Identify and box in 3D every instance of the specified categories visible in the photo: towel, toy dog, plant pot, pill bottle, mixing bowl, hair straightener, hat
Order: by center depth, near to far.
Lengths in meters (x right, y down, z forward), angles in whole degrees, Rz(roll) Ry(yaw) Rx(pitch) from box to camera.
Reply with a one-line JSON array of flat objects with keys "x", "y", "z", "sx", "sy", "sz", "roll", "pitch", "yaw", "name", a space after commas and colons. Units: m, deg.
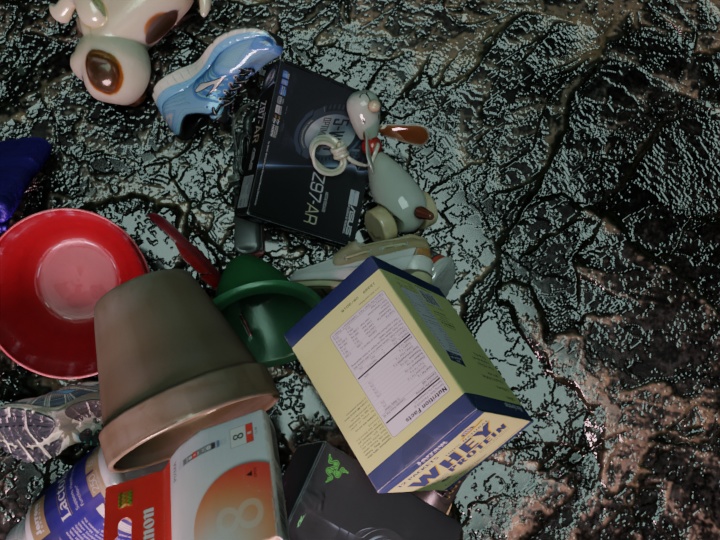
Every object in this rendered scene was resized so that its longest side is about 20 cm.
[{"x": -0.210, "y": 0.101, "z": 0.988, "sx": 0.197, "sy": 0.200, "sz": 0.176, "roll": -22, "pitch": 76, "yaw": -7, "name": "plant pot"}, {"x": -0.319, "y": 0.289, "z": 1.052, "sx": 0.199, "sy": 0.116, "sz": 0.116, "roll": -39, "pitch": 88, "yaw": 16, "name": "pill bottle"}, {"x": -0.466, "y": -0.102, "z": 1.075, "sx": 0.145, "sy": 0.201, "sz": 0.050, "roll": -3, "pitch": 119, "yaw": -2, "name": "towel"}, {"x": -0.353, "y": 0.020, "z": 1.094, "sx": 0.197, "sy": 0.108, "sz": 0.204, "roll": -2, "pitch": 99, "yaw": -12, "name": "mixing bowl"}, {"x": 0.041, "y": -0.125, "z": 1.129, "sx": 0.132, "sy": 0.096, "sz": 0.201, "roll": -48, "pitch": 113, "yaw": -22, "name": "toy dog"}, {"x": -0.294, "y": -0.310, "z": 1.137, "sx": 0.191, "sy": 0.140, "sz": 0.203, "roll": 22, "pitch": 90, "yaw": 1, "name": "toy dog"}, {"x": -0.143, "y": 0.001, "z": 1.143, "sx": 0.164, "sy": 0.200, "sz": 0.178, "roll": -30, "pitch": 49, "yaw": 17, "name": "hat"}, {"x": -0.144, "y": -0.121, "z": 1.152, "sx": 0.040, "sy": 0.077, "sz": 0.204, "roll": 2, "pitch": 84, "yaw": 6, "name": "hair straightener"}]

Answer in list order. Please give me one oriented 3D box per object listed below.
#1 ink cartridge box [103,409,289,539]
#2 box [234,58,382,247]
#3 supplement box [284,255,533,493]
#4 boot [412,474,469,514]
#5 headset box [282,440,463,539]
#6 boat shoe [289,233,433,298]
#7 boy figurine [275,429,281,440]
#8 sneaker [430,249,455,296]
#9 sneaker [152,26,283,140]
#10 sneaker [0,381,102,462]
[{"x": -0.175, "y": 0.239, "z": 0.897, "sx": 0.197, "sy": 0.051, "sz": 0.163, "roll": -16, "pitch": 41, "yaw": 0, "name": "ink cartridge box"}, {"x": -0.064, "y": -0.146, "z": 1.147, "sx": 0.158, "sy": 0.043, "sz": 0.203, "roll": 17, "pitch": 81, "yaw": -30, "name": "box"}, {"x": 0.057, "y": 0.120, "z": 0.981, "sx": 0.134, "sy": 0.199, "sz": 0.201, "roll": -41, "pitch": 63, "yaw": 14, "name": "supplement box"}, {"x": 0.099, "y": 0.258, "z": 1.103, "sx": 0.076, "sy": 0.138, "sz": 0.203, "roll": 23, "pitch": 83, "yaw": -2, "name": "boot"}, {"x": -0.019, "y": 0.299, "z": 0.943, "sx": 0.199, "sy": 0.093, "sz": 0.176, "roll": 34, "pitch": 66, "yaw": -13, "name": "headset box"}, {"x": 0.000, "y": 0.000, "z": 1.136, "sx": 0.197, "sy": 0.075, "sz": 0.070, "roll": -5, "pitch": 66, "yaw": 22, "name": "boat shoe"}, {"x": -0.197, "y": 0.248, "z": 1.117, "sx": 0.200, "sy": 0.064, "sz": 0.125, "roll": -41, "pitch": 99, "yaw": -10, "name": "boy figurine"}, {"x": 0.045, "y": 0.057, "z": 1.166, "sx": 0.081, "sy": 0.077, "sz": 0.201, "roll": 34, "pitch": 90, "yaw": 32, "name": "sneaker"}, {"x": -0.170, "y": -0.232, "z": 1.133, "sx": 0.198, "sy": 0.078, "sz": 0.091, "roll": -29, "pitch": 75, "yaw": 27, "name": "sneaker"}, {"x": -0.364, "y": 0.181, "z": 1.111, "sx": 0.197, "sy": 0.086, "sz": 0.079, "roll": -8, "pitch": 109, "yaw": 15, "name": "sneaker"}]
